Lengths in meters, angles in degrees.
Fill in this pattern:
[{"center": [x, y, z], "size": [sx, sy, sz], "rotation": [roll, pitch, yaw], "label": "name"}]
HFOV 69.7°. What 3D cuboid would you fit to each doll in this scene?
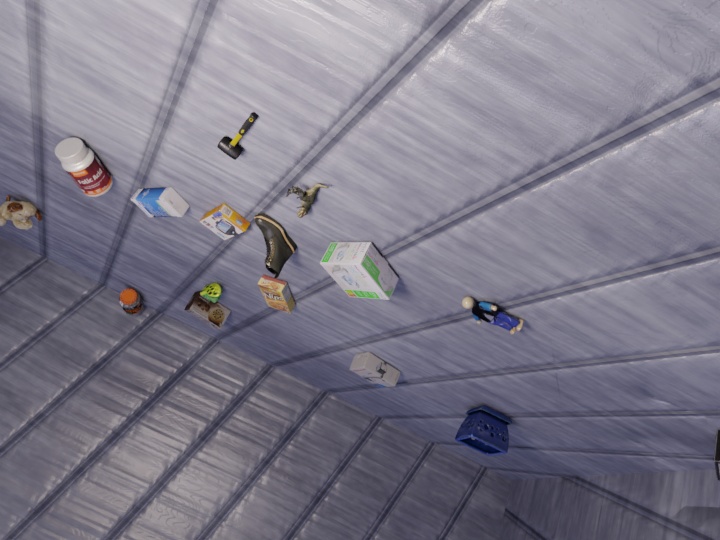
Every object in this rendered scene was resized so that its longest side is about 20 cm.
[{"center": [0.419, 0.144, 1.680], "size": [0.200, 0.049, 0.136], "rotation": [27, 152, -5], "label": "doll"}]

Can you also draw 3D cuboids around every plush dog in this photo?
[{"center": [-1.668, -0.293, 2.528], "size": [0.172, 0.161, 0.200], "rotation": [-3, 173, 19], "label": "plush dog"}]

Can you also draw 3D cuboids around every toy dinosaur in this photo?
[{"center": [-0.166, -0.219, 1.512], "size": [0.088, 0.048, 0.200], "rotation": [17, 155, -19], "label": "toy dinosaur"}]

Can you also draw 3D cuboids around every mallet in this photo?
[{"center": [-0.318, -0.361, 1.397], "size": [0.066, 0.041, 0.200], "rotation": [40, 145, -25], "label": "mallet"}]

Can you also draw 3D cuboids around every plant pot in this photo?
[{"center": [0.600, 0.767, 2.493], "size": [0.200, 0.180, 0.200], "rotation": [27, 153, -3], "label": "plant pot"}]

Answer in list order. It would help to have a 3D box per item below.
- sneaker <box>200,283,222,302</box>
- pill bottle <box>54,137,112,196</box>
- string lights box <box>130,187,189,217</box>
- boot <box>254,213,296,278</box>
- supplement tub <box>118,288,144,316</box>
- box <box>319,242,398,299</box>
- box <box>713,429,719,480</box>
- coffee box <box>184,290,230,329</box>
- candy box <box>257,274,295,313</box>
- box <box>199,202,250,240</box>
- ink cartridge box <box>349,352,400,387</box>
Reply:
[{"center": [-0.707, 0.110, 2.504], "size": [0.084, 0.074, 0.200], "rotation": [42, 157, -26], "label": "sneaker"}, {"center": [-0.979, -0.365, 1.831], "size": [0.114, 0.114, 0.200], "rotation": [17, 152, 15], "label": "pill bottle"}, {"center": [-0.740, -0.249, 1.903], "size": [0.200, 0.059, 0.103], "rotation": [4, 146, 34], "label": "string lights box"}, {"center": [-0.309, -0.083, 1.765], "size": [0.077, 0.138, 0.200], "rotation": [-3, 141, 42], "label": "boot"}, {"center": [-1.393, 0.191, 3.140], "size": [0.122, 0.123, 0.200], "rotation": [25, 153, -1], "label": "supplement tub"}, {"center": [0.000, 0.000, 1.713], "size": [0.176, 0.097, 0.200], "rotation": [3, 145, 39], "label": "box"}, {"center": [1.333, 0.654, 1.764], "size": [0.200, 0.123, 0.198], "rotation": [3, 145, 39], "label": "box"}, {"center": [-0.799, 0.208, 2.704], "size": [0.200, 0.113, 0.080], "rotation": [40, 149, -26], "label": "coffee box"}, {"center": [-0.359, 0.104, 2.226], "size": [0.115, 0.055, 0.200], "rotation": [16, 152, 15], "label": "candy box"}, {"center": [-0.498, -0.171, 1.870], "size": [0.119, 0.042, 0.200], "rotation": [39, 147, -27], "label": "box"}, {"center": [0.070, 0.489, 2.533], "size": [0.200, 0.086, 0.146], "rotation": [33, 152, -20], "label": "ink cartridge box"}]
